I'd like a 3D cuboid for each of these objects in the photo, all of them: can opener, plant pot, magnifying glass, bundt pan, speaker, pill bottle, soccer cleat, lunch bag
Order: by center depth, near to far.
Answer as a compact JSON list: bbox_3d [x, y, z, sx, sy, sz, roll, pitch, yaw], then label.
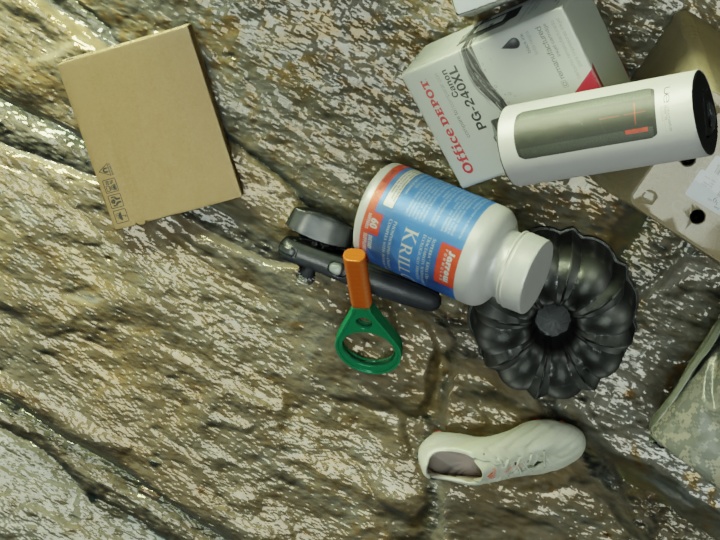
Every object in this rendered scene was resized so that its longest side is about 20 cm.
[{"bbox_3d":[0.234,-0.133,1.277,0.197,0.081,0.082,-7,110,31],"label":"speaker"},{"bbox_3d":[0.359,-0.116,1.373,0.198,0.177,0.201,32,110,-5],"label":"plant pot"},{"bbox_3d":[0.100,-0.030,1.438,0.198,0.112,0.114,23,113,23],"label":"pill bottle"},{"bbox_3d":[0.430,0.144,1.478,0.166,0.140,0.202,29,110,-5],"label":"lunch bag"},{"bbox_3d":[0.215,0.058,1.508,0.198,0.076,0.205,2,111,6],"label":"bundt pan"},{"bbox_3d":[0.004,0.049,1.512,0.078,0.023,0.201,5,141,12],"label":"magnifying glass"},{"bbox_3d":[0.000,0.000,1.520,0.198,0.064,0.079,25,110,-2],"label":"can opener"},{"bbox_3d":[0.165,0.219,1.571,0.197,0.078,0.070,-5,109,8],"label":"soccer cleat"}]

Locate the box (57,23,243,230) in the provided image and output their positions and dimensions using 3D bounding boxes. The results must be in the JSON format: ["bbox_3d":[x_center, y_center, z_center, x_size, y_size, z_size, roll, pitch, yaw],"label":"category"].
[{"bbox_3d":[-0.234,-0.158,1.513,0.161,0.021,0.203,-13,107,11],"label":"box"}]

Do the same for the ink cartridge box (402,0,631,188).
[{"bbox_3d":[0.163,-0.187,1.383,0.198,0.084,0.146,-18,112,35],"label":"ink cartridge box"}]

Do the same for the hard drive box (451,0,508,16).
[{"bbox_3d":[0.183,-0.318,1.328,0.197,0.156,0.078,-18,97,12],"label":"hard drive box"}]
